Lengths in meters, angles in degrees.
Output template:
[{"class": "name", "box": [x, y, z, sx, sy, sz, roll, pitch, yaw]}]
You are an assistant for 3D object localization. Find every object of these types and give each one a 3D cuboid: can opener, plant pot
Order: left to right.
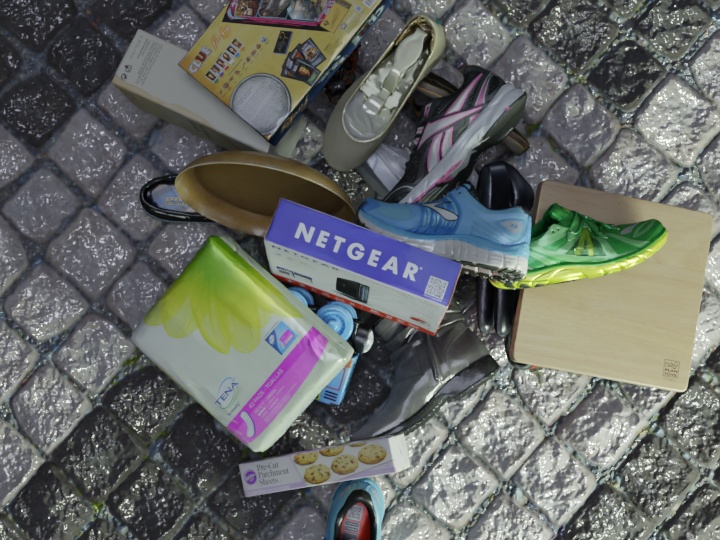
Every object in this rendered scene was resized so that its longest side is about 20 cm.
[{"class": "plant pot", "box": [-0.100, -0.082, 1.296, 0.199, 0.200, 0.028, 10, 70, 1]}, {"class": "can opener", "box": [0.152, -0.025, 1.357, 0.078, 0.063, 0.201, -6, 105, -30]}]

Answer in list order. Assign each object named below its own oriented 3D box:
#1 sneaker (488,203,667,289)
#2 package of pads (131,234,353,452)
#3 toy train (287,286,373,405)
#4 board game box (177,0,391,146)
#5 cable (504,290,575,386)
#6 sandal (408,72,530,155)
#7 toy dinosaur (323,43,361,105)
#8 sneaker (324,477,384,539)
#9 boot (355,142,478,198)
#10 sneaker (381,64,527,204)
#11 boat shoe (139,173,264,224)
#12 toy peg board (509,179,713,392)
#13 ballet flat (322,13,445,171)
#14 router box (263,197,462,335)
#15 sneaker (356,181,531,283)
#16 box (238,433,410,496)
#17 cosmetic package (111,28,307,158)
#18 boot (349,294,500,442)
[{"class": "sneaker", "box": [0.228, -0.032, 1.263, 0.199, 0.074, 0.084, -10, 91, -8]}, {"class": "package of pads", "box": [-0.131, 0.081, 1.304, 0.200, 0.068, 0.155, 42, 103, 3]}, {"class": "toy train", "box": [-0.088, 0.075, 1.369, 0.199, 0.087, 0.115, 18, 94, 4]}, {"class": "board game box", "box": [-0.082, -0.255, 1.292, 0.135, 0.035, 0.200, 41, 93, 10]}, {"class": "cable", "box": [0.191, 0.037, 1.397, 0.097, 0.050, 0.201, -23, 75, -3]}, {"class": "sandal", "box": [0.103, -0.182, 1.398, 0.200, 0.080, 0.054, 32, 108, -1]}, {"class": "toy dinosaur", "box": [-0.043, -0.289, 1.382, 0.102, 0.136, 0.200, -29, 61, -1]}, {"class": "sneaker", "box": [-0.018, 0.330, 1.336, 0.078, 0.090, 0.201, 6, 85, 0]}, {"class": "boot", "box": [0.067, -0.117, 1.395, 0.096, 0.074, 0.200, -45, 95, -9]}, {"class": "sneaker", "box": [0.091, -0.142, 1.333, 0.200, 0.080, 0.086, -45, 72, -2]}, {"class": "boat shoe", "box": [-0.158, -0.083, 1.394, 0.199, 0.057, 0.069, -3, 85, 0]}, {"class": "toy peg board", "box": [0.270, 0.020, 1.350, 0.199, 0.098, 0.200, 11, 85, -6]}, {"class": "ballet flat", "box": [0.025, -0.198, 1.322, 0.069, 0.069, 0.200, 34, 88, 3]}, {"class": "router box", "box": [0.000, 0.000, 1.280, 0.199, 0.180, 0.049, 20, 78, 4]}, {"class": "sneaker", "box": [0.091, -0.049, 1.252, 0.199, 0.078, 0.090, 14, 78, 27]}, {"class": "box", "box": [-0.042, 0.217, 1.336, 0.199, 0.039, 0.042, -13, 84, 27]}, {"class": "cosmetic package", "box": [-0.170, -0.191, 1.370, 0.199, 0.104, 0.073, 26, 85, 10]}, {"class": "boot", "box": [0.048, 0.113, 1.381, 0.200, 0.070, 0.132, -33, 79, -9]}]
